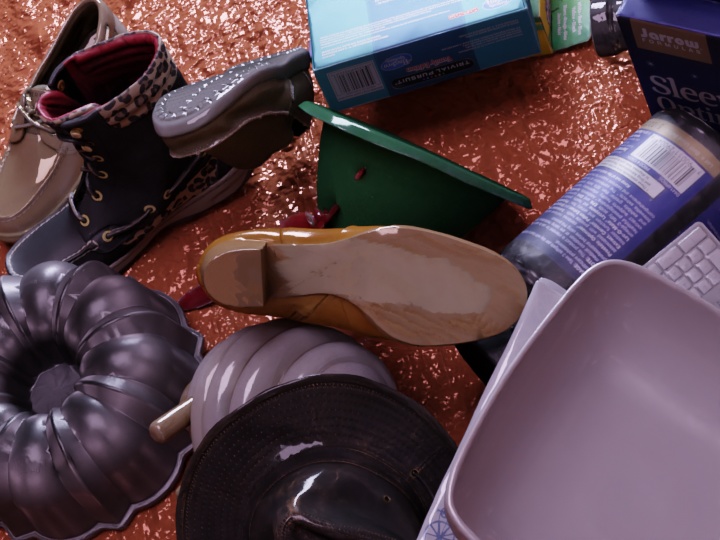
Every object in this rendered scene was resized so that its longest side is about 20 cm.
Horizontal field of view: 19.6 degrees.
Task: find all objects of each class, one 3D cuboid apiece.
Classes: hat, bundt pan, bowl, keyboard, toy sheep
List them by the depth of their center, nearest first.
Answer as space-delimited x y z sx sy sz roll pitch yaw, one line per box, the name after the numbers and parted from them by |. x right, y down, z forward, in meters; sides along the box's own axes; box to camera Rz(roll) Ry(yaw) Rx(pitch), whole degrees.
0.157 0.120 1.139 0.200 0.075 0.200 33 65 6 | bowl
-0.014 0.165 1.194 0.200 0.201 0.081 -23 14 6 | hat
0.245 0.062 1.223 0.056 0.011 0.200 -39 81 -8 | keyboard
-0.044 0.094 1.296 0.200 0.138 0.138 9 60 47 | toy sheep
-0.001 -0.004 1.383 0.176 0.166 0.200 -66 20 5 | hat
-0.205 0.078 1.396 0.202 0.076 0.202 -8 61 15 | bundt pan

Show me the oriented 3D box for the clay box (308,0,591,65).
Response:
0.065 -0.201 1.507 0.200 0.048 0.115 -9 55 16 | clay box

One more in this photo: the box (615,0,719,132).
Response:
0.230 -0.116 1.287 0.121 0.200 0.032 17 65 30 | box

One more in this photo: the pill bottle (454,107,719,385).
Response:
0.155 0.001 1.294 0.200 0.112 0.112 -41 53 -8 | pill bottle

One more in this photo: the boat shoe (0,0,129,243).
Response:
-0.231 -0.114 1.554 0.072 0.065 0.200 12 63 28 | boat shoe

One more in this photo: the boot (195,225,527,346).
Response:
-0.001 0.001 1.284 0.201 0.144 0.071 4 96 1 | boot

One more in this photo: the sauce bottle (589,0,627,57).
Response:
0.256 -0.180 1.405 0.200 0.066 0.066 -5 56 16 | sauce bottle

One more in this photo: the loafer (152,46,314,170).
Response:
-0.074 -0.103 1.411 0.075 0.070 0.200 -13 10 25 | loafer

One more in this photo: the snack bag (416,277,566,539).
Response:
0.151 0.127 1.196 0.200 0.021 0.189 30 67 -5 | snack bag

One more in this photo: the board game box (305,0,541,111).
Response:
0.036 -0.215 1.463 0.151 0.047 0.200 -15 49 9 | board game box

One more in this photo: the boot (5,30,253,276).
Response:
-0.185 -0.073 1.454 0.200 0.151 0.073 -29 52 3 | boot
